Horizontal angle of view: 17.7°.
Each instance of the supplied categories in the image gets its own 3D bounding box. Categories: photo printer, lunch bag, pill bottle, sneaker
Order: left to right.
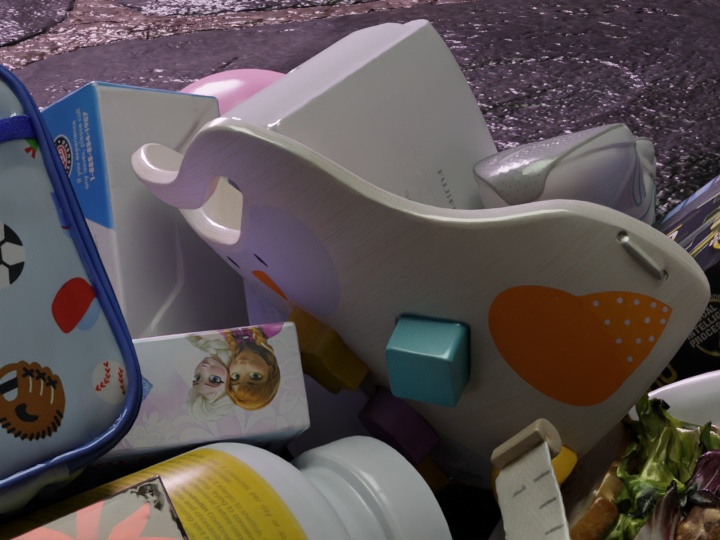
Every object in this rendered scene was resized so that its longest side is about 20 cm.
[{"bbox_3d":[-0.181,0.019,0.731,0.199,0.161,0.076,-19,-6,-25],"label":"lunch bag"},{"bbox_3d":[-0.066,0.124,0.774,0.199,0.113,0.112,-19,28,-35],"label":"pill bottle"},{"bbox_3d":[0.009,-0.020,1.060,0.069,0.168,0.200,-15,13,30],"label":"photo printer"},{"bbox_3d":[0.109,-0.024,1.097,0.070,0.081,0.200,-12,-5,20],"label":"sneaker"}]

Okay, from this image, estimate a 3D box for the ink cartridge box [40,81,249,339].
[{"bbox_3d":[-0.137,0.007,0.991,0.067,0.117,0.199,2,-16,-41],"label":"ink cartridge box"}]

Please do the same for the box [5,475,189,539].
[{"bbox_3d":[-0.119,0.158,0.636,0.199,0.039,0.137,-23,64,-11],"label":"box"}]

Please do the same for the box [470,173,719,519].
[{"bbox_3d":[0.141,0.010,0.973,0.200,0.049,0.161,-38,4,30],"label":"box"}]

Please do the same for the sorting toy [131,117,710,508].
[{"bbox_3d":[0.000,0.000,0.871,0.179,0.107,0.200,34,-11,-14],"label":"sorting toy"}]

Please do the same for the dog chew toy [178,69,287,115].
[{"bbox_3d":[-0.064,-0.014,1.116,0.123,0.125,0.200,3,31,11],"label":"dog chew toy"}]

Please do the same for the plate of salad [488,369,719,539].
[{"bbox_3d":[0.123,0.106,0.791,0.199,0.048,0.201,-17,43,16],"label":"plate of salad"}]

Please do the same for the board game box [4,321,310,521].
[{"bbox_3d":[-0.132,0.067,0.883,0.198,0.042,0.200,-7,-10,-13],"label":"board game box"}]

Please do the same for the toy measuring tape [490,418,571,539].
[{"bbox_3d":[0.088,0.142,0.726,0.073,0.074,0.201,-6,51,-10],"label":"toy measuring tape"}]
